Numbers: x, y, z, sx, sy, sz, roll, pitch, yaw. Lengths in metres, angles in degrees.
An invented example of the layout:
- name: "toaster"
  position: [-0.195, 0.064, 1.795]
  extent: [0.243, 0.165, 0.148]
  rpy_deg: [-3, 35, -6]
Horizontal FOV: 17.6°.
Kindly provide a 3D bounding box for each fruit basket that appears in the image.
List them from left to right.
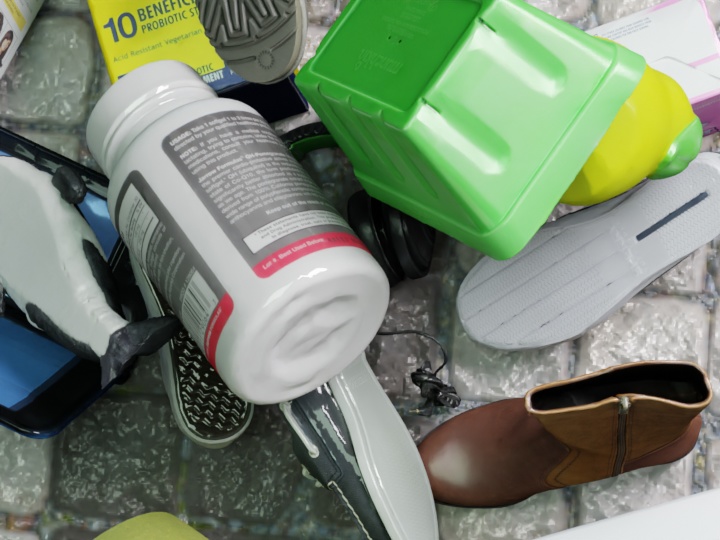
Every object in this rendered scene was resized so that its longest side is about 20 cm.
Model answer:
- name: "fruit basket"
  position: [0.091, -0.082, 1.312]
  extent: [0.215, 0.216, 0.156]
  rpy_deg: [36, 87, 12]

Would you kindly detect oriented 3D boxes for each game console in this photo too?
- name: "game console"
  position: [-0.233, -0.003, 1.472]
  extent: [0.199, 0.118, 0.172]
  rpy_deg: [25, 85, 10]

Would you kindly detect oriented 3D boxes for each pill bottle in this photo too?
- name: "pill bottle"
  position: [-0.078, -0.029, 1.347]
  extent: [0.110, 0.111, 0.200]
  rpy_deg: [-38, 59, 0]

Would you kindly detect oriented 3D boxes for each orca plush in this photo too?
- name: "orca plush"
  position: [-0.165, -0.002, 1.424]
  extent: [0.199, 0.071, 0.106]
  rpy_deg: [29, 101, 42]

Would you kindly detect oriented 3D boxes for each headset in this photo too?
- name: "headset"
  position: [0.000, 0.000, 1.476]
  extent: [0.123, 0.094, 0.201]
  rpy_deg: [-36, 63, 6]

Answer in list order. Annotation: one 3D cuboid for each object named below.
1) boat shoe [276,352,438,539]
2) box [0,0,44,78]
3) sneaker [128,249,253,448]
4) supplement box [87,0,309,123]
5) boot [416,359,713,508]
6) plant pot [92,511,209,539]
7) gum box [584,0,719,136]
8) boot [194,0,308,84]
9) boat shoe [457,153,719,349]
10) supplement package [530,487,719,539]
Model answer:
- name: "boat shoe"
  position: [-0.015, 0.094, 1.405]
  extent: [0.060, 0.075, 0.201]
  rpy_deg: [-26, 79, 23]
- name: "box"
  position: [-0.253, -0.168, 1.497]
  extent: [0.049, 0.082, 0.201]
  rpy_deg: [20, 70, 18]
- name: "sneaker"
  position: [-0.109, 0.014, 1.466]
  extent: [0.072, 0.085, 0.202]
  rpy_deg: [-4, 80, -7]
- name: "supplement box"
  position: [-0.117, -0.190, 1.492]
  extent: [0.108, 0.110, 0.202]
  rpy_deg: [-18, 78, 4]
- name: "boot"
  position: [0.112, 0.098, 1.366]
  extent: [0.186, 0.200, 0.069]
  rpy_deg: [-3, 81, 7]
- name: "plant pot"
  position: [-0.099, 0.252, 1.395]
  extent: [0.187, 0.187, 0.200]
  rpy_deg: [-38, 65, 0]
- name: "gum box"
  position: [0.127, -0.096, 1.440]
  extent: [0.198, 0.114, 0.067]
  rpy_deg: [-20, 79, 4]
- name: "boot"
  position: [-0.031, -0.194, 1.437]
  extent: [0.072, 0.200, 0.183]
  rpy_deg: [-20, 78, 25]
- name: "boat shoe"
  position: [0.156, -0.008, 1.440]
  extent: [0.199, 0.071, 0.073]
  rpy_deg: [-26, 83, 21]
- name: "supplement package"
  position: [0.148, 0.232, 1.386]
  extent: [0.198, 0.111, 0.157]
  rpy_deg: [-16, 79, 4]
